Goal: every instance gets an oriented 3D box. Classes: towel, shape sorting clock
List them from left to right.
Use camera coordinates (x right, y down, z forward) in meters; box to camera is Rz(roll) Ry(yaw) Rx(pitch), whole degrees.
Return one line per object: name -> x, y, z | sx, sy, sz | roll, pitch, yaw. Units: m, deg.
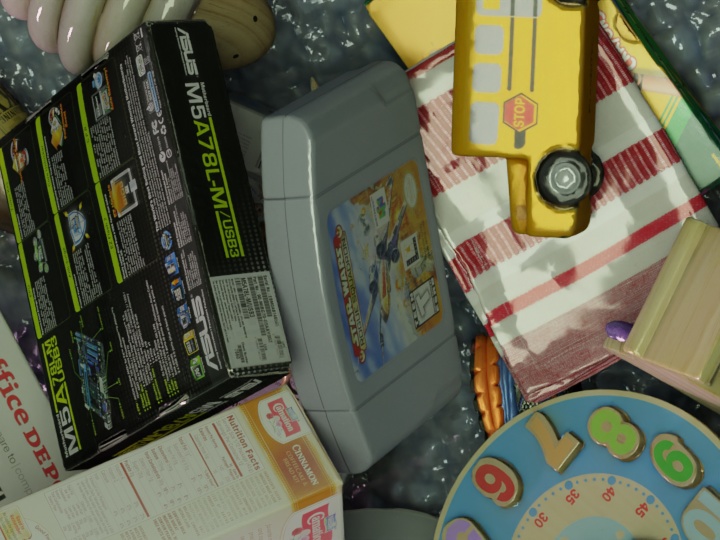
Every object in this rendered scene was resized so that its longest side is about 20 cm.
towel -> 0.105, -0.043, 1.551 | 0.144, 0.023, 0.200 | -30, 91, 14
shape sorting clock -> 0.127, 0.164, 1.529 | 0.199, 0.039, 0.201 | -5, 78, 24

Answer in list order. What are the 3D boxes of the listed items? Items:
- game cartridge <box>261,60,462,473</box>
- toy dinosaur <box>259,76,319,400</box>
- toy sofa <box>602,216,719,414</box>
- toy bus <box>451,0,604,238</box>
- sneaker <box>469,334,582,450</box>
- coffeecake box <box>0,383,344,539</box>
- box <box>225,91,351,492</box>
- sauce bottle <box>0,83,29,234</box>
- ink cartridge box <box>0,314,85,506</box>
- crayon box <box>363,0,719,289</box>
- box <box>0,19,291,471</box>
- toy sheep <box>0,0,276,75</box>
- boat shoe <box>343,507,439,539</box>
game cartridge -> 0.000, 0.000, 1.508 | 0.041, 0.133, 0.201 | -3, 108, 26
toy dinosaur -> -0.034, 0.000, 1.584 | 0.101, 0.058, 0.201 | 24, 101, 8
toy sofa -> 0.234, 0.049, 1.527 | 0.200, 0.098, 0.083 | 30, 86, -33
toy bus -> 0.092, -0.120, 1.502 | 0.078, 0.065, 0.201 | 3, 95, 11
sneaker -> 0.122, 0.126, 1.606 | 0.078, 0.075, 0.201 | -16, 96, 9
coffeecake box -> -0.111, 0.164, 1.507 | 0.199, 0.154, 0.073 | -22, 58, -14
box -> -0.046, 0.018, 1.639 | 0.155, 0.041, 0.201 | 24, 100, 7
sauce bottle -> -0.219, -0.071, 1.649 | 0.065, 0.065, 0.200 | -42, 90, 13
ink cartridge box -> -0.279, 0.136, 1.591 | 0.146, 0.200, 0.147 | -26, 93, 55
crayon box -> 0.109, -0.106, 1.582 | 0.119, 0.058, 0.200 | -36, 90, 14
box -> -0.123, -0.010, 1.525 | 0.193, 0.047, 0.201 | -33, 68, 54
toy sheep -> -0.139, -0.170, 1.584 | 0.199, 0.138, 0.138 | 23, 101, 7
boat shoe -> -0.019, 0.184, 1.643 | 0.199, 0.070, 0.071 | 1, 65, -11
